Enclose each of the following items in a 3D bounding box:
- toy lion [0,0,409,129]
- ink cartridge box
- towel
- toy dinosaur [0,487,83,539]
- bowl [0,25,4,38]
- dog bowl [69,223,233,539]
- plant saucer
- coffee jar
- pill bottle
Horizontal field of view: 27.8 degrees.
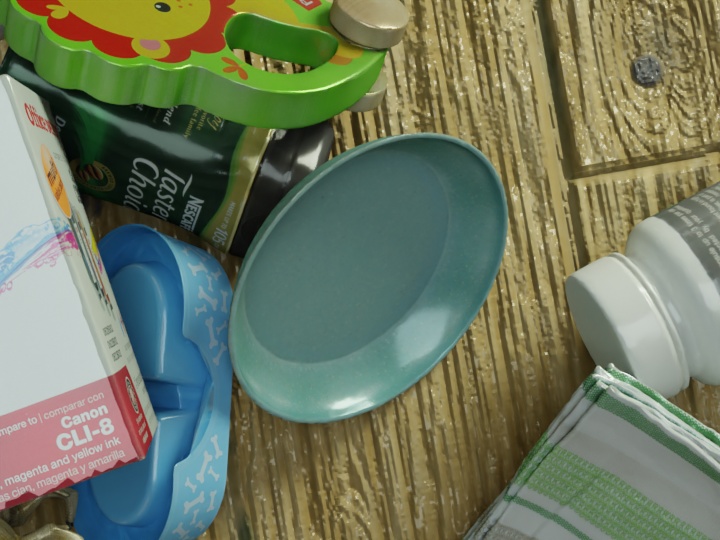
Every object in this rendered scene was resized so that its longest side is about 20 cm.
[{"bbox_3d":[-0.100,-0.143,0.832,0.200,0.069,0.192,35,41,16],"label":"toy lion"},{"bbox_3d":[-0.206,0.018,0.750,0.144,0.145,0.201,-20,93,-4],"label":"ink cartridge box"},{"bbox_3d":[0.151,0.169,0.883,0.149,0.031,0.200,33,115,-1],"label":"towel"},{"bbox_3d":[-0.213,0.149,0.839,0.101,0.058,0.201,8,99,-22],"label":"toy dinosaur"},{"bbox_3d":[-0.288,-0.249,0.885,0.199,0.075,0.201,10,88,-6],"label":"bowl"},{"bbox_3d":[-0.124,0.074,0.873,0.049,0.111,0.201,6,86,-45],"label":"dog bowl"},{"bbox_3d":[0.000,0.000,0.870,0.200,0.200,0.036,-42,49,-5],"label":"plant saucer"},{"bbox_3d":[-0.119,-0.079,0.875,0.199,0.104,0.086,20,51,-4],"label":"coffee jar"},{"bbox_3d":[0.236,0.000,0.900,0.199,0.113,0.113,-27,90,-6],"label":"pill bottle"}]
